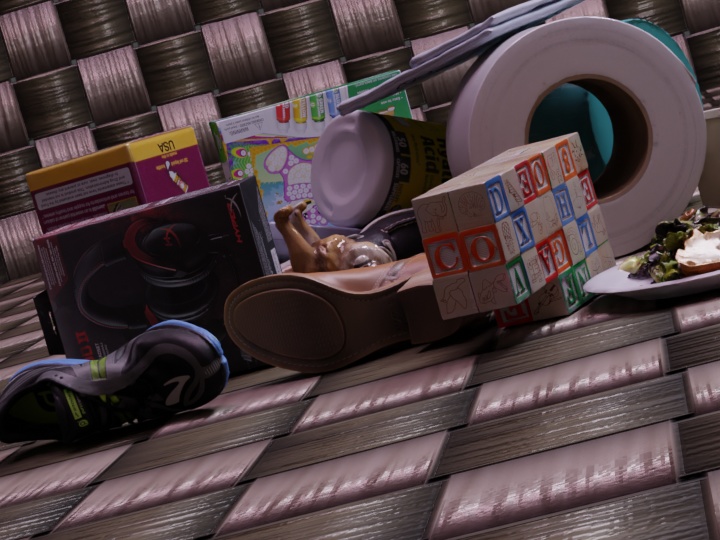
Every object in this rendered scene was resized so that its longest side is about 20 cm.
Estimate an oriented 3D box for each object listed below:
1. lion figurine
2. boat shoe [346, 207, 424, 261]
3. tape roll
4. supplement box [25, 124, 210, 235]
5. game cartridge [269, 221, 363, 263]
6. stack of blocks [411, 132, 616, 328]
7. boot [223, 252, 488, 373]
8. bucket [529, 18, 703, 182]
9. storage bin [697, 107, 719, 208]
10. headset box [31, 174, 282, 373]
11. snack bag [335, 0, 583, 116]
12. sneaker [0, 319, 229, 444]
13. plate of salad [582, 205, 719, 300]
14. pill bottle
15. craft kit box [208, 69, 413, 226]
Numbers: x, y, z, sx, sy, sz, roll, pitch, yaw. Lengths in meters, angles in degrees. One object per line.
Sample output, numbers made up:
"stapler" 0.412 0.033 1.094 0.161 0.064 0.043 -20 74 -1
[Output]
"lion figurine" -0.068 0.022 1.692 0.200 0.123 0.072 -31 -4 13
"boat shoe" 0.000 0.000 1.763 0.200 0.074 0.060 -20 6 -12
"tape roll" 0.180 -0.112 1.703 0.202 0.203 0.139 -16 5 -3
"supplement box" -0.197 -0.015 1.801 0.131 0.200 0.103 -12 6 34
"game cartridge" -0.019 -0.018 1.881 0.200 0.041 0.133 5 -9 -28
"stack of blocks" 0.114 -0.021 1.430 0.058 0.115 0.200 -13 7 27
"boot" 0.010 0.017 1.523 0.200 0.077 0.155 -11 8 20
"bucket" 0.218 -0.136 1.882 0.135 0.208 0.207 -8 10 46
"storage bin" 0.417 -0.126 1.734 0.200 0.094 0.198 -21 8 -40
"headset box" -0.165 0.021 1.626 0.200 0.149 0.075 -14 6 10
"snack bag" 0.096 -0.203 1.810 0.200 0.021 0.188 -24 3 42
"sneaker" -0.182 0.092 1.455 0.199 0.071 0.083 -15 19 24
"plate of salad" 0.250 -0.022 1.401 0.200 0.048 0.200 -16 5 2
"pill bottle" 0.061 -0.085 1.897 0.200 0.112 0.111 6 -9 -39
"craft kit box" -0.030 -0.080 2.005 0.200 0.198 0.049 -18 9 -14
